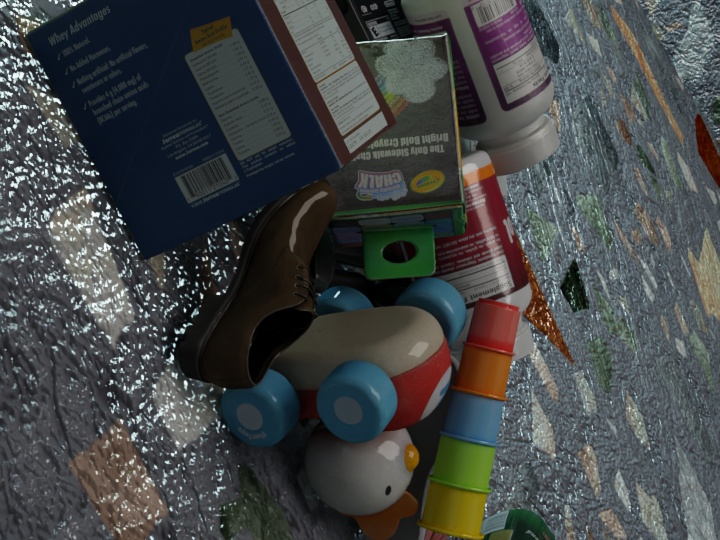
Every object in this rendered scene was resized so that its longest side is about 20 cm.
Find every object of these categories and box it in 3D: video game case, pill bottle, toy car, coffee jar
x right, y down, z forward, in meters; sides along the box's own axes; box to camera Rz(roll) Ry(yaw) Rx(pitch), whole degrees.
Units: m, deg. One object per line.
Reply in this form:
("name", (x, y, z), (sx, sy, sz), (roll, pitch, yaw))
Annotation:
("video game case", (0.006, -0.305, 1.461), (0.182, 0.025, 0.200), (64, 29, -3))
("pill bottle", (0.101, -0.007, 1.443), (0.113, 0.112, 0.201), (-33, 107, -66))
("toy car", (0.009, 0.137, 1.247), (0.184, 0.176, 0.201), (-46, 124, -53))
("pill bottle", (0.125, -0.200, 1.456), (0.201, 0.112, 0.112), (66, 23, -19))
("coffee jar", (0.138, 0.321, 1.434), (0.105, 0.085, 0.200), (63, 25, -9))

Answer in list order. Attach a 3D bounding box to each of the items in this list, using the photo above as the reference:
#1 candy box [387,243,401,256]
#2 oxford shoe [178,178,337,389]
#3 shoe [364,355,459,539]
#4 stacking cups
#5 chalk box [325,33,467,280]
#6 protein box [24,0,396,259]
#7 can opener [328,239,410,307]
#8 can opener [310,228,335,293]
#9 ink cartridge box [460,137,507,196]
("candy box", (0.034, -0.080, 1.601), (0.115, 0.055, 0.201), (36, 39, -43))
("oxford shoe", (-0.060, 0.012, 1.186), (0.201, 0.084, 0.073), (-63, 148, -21))
("shoe", (0.058, 0.170, 1.343), (0.091, 0.071, 0.202), (5, 99, -68))
("stacking cups", (0.095, 0.124, 1.257), (0.060, 0.060, 0.202), (11, 90, -62))
("chalk box", (0.029, -0.090, 1.305), (0.124, 0.123, 0.202), (65, 21, -79))
("protein box", (-0.116, -0.151, 1.173), (0.201, 0.198, 0.135), (63, 27, -9))
("can opener", (0.000, 0.000, 1.447), (0.199, 0.078, 0.064), (22, 90, -50))
("can opener", (-0.056, -0.073, 1.367), (0.066, 0.052, 0.201), (26, 57, -41))
("ink cartridge box", (0.065, -0.154, 1.524), (0.200, 0.068, 0.117), (40, 34, -30))
